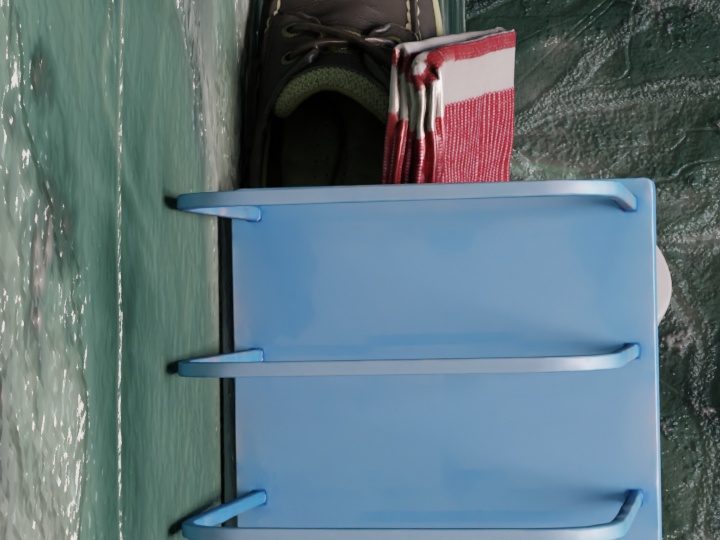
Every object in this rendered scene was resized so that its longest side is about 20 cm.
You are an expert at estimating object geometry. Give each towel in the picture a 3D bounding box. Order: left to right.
[{"bbox_3d":[0.033,0.016,0.780,0.144,0.023,0.202,-28,123,-72],"label":"towel"}]

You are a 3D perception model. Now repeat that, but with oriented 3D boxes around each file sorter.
[{"bbox_3d":[0.018,0.073,0.640,0.123,0.137,0.202,-1,89,-79],"label":"file sorter"}]

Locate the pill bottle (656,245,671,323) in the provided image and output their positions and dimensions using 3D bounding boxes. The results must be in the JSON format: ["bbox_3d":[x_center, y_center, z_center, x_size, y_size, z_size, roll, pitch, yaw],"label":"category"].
[{"bbox_3d":[0.070,0.061,1.052,0.117,0.115,0.201,-86,-164,-46],"label":"pill bottle"}]

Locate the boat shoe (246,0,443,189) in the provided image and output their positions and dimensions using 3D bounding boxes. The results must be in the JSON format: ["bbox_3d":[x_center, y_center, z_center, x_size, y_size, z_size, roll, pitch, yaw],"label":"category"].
[{"bbox_3d":[-0.006,-0.056,0.770,0.066,0.071,0.203,91,4,-74],"label":"boat shoe"}]
